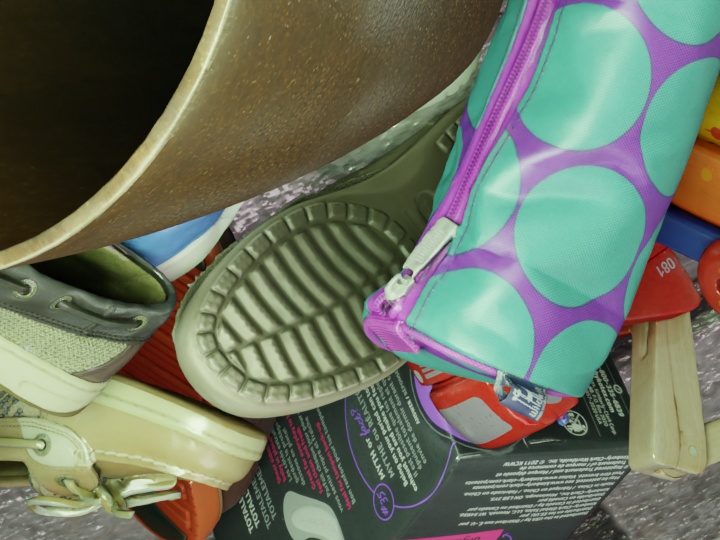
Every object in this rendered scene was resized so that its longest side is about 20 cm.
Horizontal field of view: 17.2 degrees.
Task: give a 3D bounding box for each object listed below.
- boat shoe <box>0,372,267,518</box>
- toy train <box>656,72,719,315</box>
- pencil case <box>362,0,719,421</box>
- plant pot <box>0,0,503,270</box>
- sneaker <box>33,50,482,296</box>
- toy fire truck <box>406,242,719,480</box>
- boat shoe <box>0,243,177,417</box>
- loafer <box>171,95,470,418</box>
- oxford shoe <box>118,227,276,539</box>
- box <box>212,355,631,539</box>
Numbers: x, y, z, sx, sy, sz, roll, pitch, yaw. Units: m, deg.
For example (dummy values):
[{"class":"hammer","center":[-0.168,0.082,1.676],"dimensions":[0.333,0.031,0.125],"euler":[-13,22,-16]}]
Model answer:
[{"class":"boat shoe","center":[-0.123,0.068,0.919],"dimensions":[0.200,0.063,0.073],"euler":[5,166,37]},{"class":"toy train","center":[0.167,-0.043,0.895],"dimensions":[0.085,0.200,0.116],"euler":[-30,133,-35]},{"class":"pencil case","center":[0.072,-0.052,0.844],"dimensions":[0.092,0.085,0.200],"euler":[19,93,-40]},{"class":"plant pot","center":[-0.047,-0.092,0.635],"dimensions":[0.187,0.187,0.200],"euler":[-39,160,26]},{"class":"sneaker","center":[-0.054,-0.066,0.836],"dimensions":[0.200,0.077,0.111],"euler":[-28,155,1]},{"class":"toy fire truck","center":[0.122,0.035,1.000],"dimensions":[0.200,0.141,0.049],"euler":[-34,-176,-34]},{"class":"boat shoe","center":[-0.136,-0.018,0.778],"dimensions":[0.066,0.072,0.201],"euler":[-39,138,11]},{"class":"loafer","center":[0.000,0.000,0.927],"dimensions":[0.200,0.076,0.068],"euler":[-34,-179,-36]},{"class":"oxford shoe","center":[-0.068,0.033,1.016],"dimensions":[0.073,0.071,0.200],"euler":[-41,156,-33]},{"class":"box","center":[0.023,0.089,1.085],"dimensions":[0.106,0.122,0.200],"euler":[0,143,-33]}]
